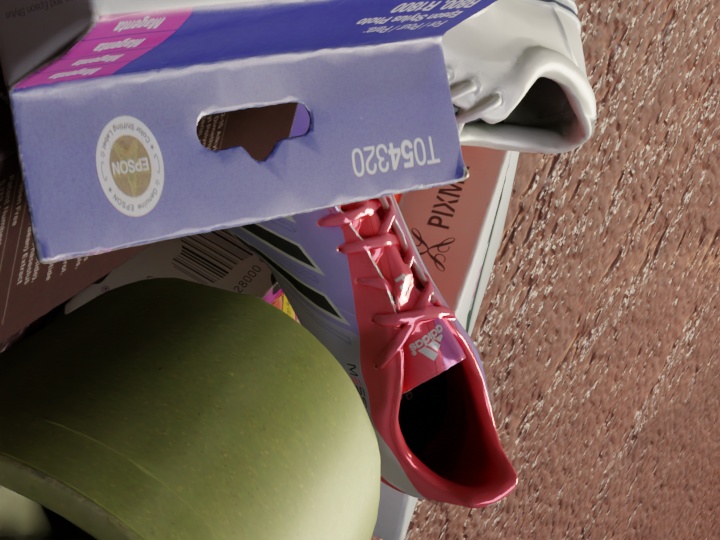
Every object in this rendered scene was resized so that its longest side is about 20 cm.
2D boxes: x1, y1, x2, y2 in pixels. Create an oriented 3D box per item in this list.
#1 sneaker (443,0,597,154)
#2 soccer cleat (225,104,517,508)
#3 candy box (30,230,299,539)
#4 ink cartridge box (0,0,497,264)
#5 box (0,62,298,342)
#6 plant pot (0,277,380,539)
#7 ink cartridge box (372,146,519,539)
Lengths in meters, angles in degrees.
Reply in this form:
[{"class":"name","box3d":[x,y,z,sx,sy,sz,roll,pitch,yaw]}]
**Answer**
[{"class":"sneaker","box3d":[0.024,-0.079,1.022,0.200,0.071,0.073,0,147,-49]},{"class":"soccer cleat","box3d":[0.000,0.000,0.969,0.067,0.076,0.200,-38,128,-21]},{"class":"candy box","box3d":[-0.090,0.073,1.031,0.200,0.061,0.137,-50,158,-32]},{"class":"ink cartridge box","box3d":[-0.029,-0.114,0.761,0.196,0.043,0.201,-14,93,-53]},{"class":"box","box3d":[-0.106,-0.045,0.775,0.200,0.100,0.075,-36,149,-48]},{"class":"plant pot","box3d":[-0.081,0.094,0.834,0.190,0.199,0.201,-52,162,-59]},{"class":"ink cartridge box","box3d":[0.031,-0.020,1.147,0.200,0.043,0.174,-69,173,-46]}]
